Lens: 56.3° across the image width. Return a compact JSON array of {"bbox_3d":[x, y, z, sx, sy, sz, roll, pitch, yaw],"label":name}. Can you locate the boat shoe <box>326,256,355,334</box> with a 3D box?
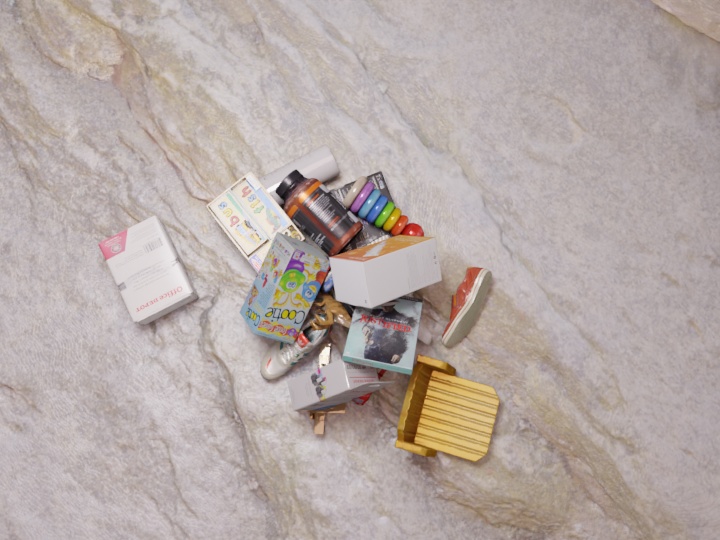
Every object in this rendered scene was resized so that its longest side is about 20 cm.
[{"bbox_3d":[-0.040,0.052,1.537,0.062,0.071,0.202,-25,79,-16],"label":"boat shoe"}]

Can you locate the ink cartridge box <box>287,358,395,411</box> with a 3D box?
[{"bbox_3d":[-0.040,0.233,1.406,0.199,0.115,0.069,-26,69,31],"label":"ink cartridge box"}]

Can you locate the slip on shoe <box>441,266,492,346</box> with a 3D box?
[{"bbox_3d":[0.236,0.082,1.553,0.061,0.074,0.202,23,85,36],"label":"slip on shoe"}]

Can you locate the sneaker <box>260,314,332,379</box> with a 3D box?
[{"bbox_3d":[-0.147,0.166,1.501,0.199,0.093,0.071,-38,84,-8],"label":"sneaker"}]

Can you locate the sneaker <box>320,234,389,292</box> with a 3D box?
[{"bbox_3d":[0.000,0.000,1.491,0.199,0.078,0.090,-30,90,-19],"label":"sneaker"}]

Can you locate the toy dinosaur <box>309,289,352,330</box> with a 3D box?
[{"bbox_3d":[-0.049,0.097,1.441,0.106,0.061,0.200,-29,51,-28],"label":"toy dinosaur"}]

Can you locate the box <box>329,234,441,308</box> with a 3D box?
[{"bbox_3d":[0.054,-0.003,1.413,0.198,0.124,0.099,-19,106,-34],"label":"box"}]

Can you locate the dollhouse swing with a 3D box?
[{"bbox_3d":[0.196,0.312,1.462,0.174,0.182,0.202,13,79,20],"label":"dollhouse swing"}]

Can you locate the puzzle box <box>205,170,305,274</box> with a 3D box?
[{"bbox_3d":[-0.234,-0.105,1.499,0.133,0.025,0.201,-40,87,-7],"label":"puzzle box"}]

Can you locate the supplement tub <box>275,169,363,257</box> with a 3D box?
[{"bbox_3d":[-0.095,-0.130,1.493,0.200,0.107,0.107,45,81,-2],"label":"supplement tub"}]

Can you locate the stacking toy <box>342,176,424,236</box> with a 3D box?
[{"bbox_3d":[0.059,-0.124,1.524,0.199,0.085,0.086,36,81,-1],"label":"stacking toy"}]

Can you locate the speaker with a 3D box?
[{"bbox_3d":[-0.150,-0.216,1.571,0.199,0.081,0.082,-29,83,-7],"label":"speaker"}]

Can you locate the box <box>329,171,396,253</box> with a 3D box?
[{"bbox_3d":[0.012,-0.111,1.579,0.159,0.044,0.202,-22,82,-6],"label":"box"}]

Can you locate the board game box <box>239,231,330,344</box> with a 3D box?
[{"bbox_3d":[-0.163,0.038,1.455,0.102,0.105,0.202,20,103,-35],"label":"board game box"}]

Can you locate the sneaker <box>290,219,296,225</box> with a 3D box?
[{"bbox_3d":[-0.177,-0.032,1.533,0.087,0.075,0.203,-1,79,17],"label":"sneaker"}]

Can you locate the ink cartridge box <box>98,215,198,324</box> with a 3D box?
[{"bbox_3d":[-0.476,0.002,1.519,0.145,0.083,0.202,-27,82,-7],"label":"ink cartridge box"}]

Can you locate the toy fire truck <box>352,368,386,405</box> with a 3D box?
[{"bbox_3d":[0.046,0.198,1.478,0.048,0.141,0.201,33,71,4],"label":"toy fire truck"}]

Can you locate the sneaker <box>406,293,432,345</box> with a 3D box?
[{"bbox_3d":[0.110,0.069,1.539,0.200,0.074,0.116,42,84,6],"label":"sneaker"}]

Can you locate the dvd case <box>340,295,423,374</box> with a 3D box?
[{"bbox_3d":[0.049,0.121,1.399,0.144,0.022,0.201,11,42,4],"label":"dvd case"}]

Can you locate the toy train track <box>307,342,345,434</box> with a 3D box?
[{"bbox_3d":[-0.085,0.266,1.522,0.113,0.033,0.203,3,75,5],"label":"toy train track"}]
